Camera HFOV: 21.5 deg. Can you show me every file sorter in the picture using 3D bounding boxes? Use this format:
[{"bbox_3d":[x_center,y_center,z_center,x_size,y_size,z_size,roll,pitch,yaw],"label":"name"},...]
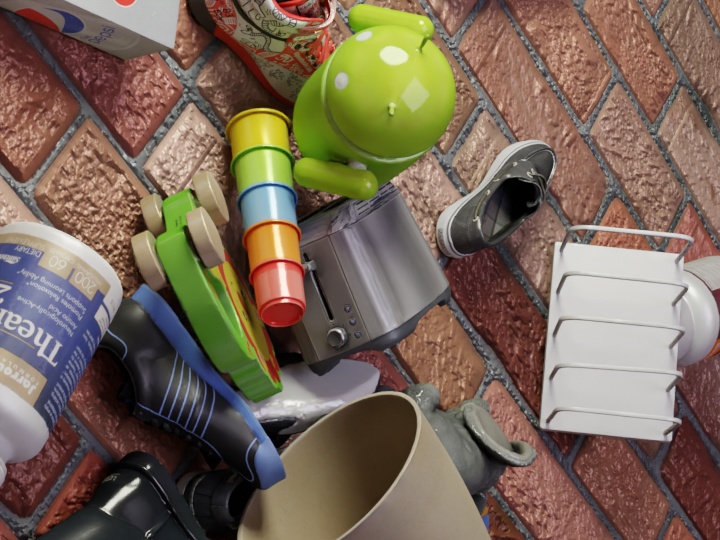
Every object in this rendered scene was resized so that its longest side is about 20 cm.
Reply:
[{"bbox_3d":[0.265,0.065,1.943,0.125,0.138,0.201,89,6,-79],"label":"file sorter"}]

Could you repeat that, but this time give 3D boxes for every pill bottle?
[{"bbox_3d":[-0.267,0.072,1.414,0.111,0.111,0.200,47,54,-34],"label":"pill bottle"},{"bbox_3d":[0.370,0.046,2.113,0.200,0.109,0.110,-14,97,-47],"label":"pill bottle"}]

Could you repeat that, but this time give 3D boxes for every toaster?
[{"bbox_3d":[0.000,0.000,1.692,0.130,0.113,0.200,65,28,-5],"label":"toaster"}]

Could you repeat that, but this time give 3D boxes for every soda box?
[{"bbox_3d":[-0.236,-0.233,1.510,0.200,0.063,0.069,20,71,-45],"label":"soda box"}]

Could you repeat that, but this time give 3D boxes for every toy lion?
[{"bbox_3d":[-0.115,0.027,1.555,0.200,0.068,0.192,-99,165,-74],"label":"toy lion"}]

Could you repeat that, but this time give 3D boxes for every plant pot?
[{"bbox_3d":[0.032,0.236,1.560,0.200,0.187,0.188,50,53,-22],"label":"plant pot"}]

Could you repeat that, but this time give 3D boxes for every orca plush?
[{"bbox_3d":[-0.067,0.136,1.660,0.200,0.105,0.071,-29,139,-48],"label":"orca plush"}]

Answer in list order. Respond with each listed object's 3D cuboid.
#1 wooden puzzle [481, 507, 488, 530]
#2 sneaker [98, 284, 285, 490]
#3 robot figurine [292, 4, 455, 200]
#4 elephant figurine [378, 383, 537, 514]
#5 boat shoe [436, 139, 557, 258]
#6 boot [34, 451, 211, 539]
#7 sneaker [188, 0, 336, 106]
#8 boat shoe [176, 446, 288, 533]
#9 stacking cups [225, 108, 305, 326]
[{"bbox_3d":[0.075,0.293,1.816,0.185,0.046,0.201,-27,106,-45],"label":"wooden puzzle"},{"bbox_3d":[-0.146,0.110,1.549,0.078,0.070,0.200,-39,92,-14],"label":"sneaker"},{"bbox_3d":[0.011,-0.138,1.618,0.115,0.200,0.176,25,72,-11],"label":"robot figurine"},{"bbox_3d":[0.094,0.174,1.774,0.200,0.141,0.156,13,69,-41],"label":"elephant figurine"},{"bbox_3d":[0.154,-0.076,1.920,0.200,0.066,0.070,-36,112,-43],"label":"boat shoe"},{"bbox_3d":[-0.183,0.267,1.511,0.168,0.076,0.201,-45,112,-44],"label":"boot"},{"bbox_3d":[-0.051,-0.206,1.678,0.201,0.108,0.067,37,61,-39],"label":"sneaker"},{"bbox_3d":[-0.071,0.194,1.653,0.200,0.062,0.073,-2,88,-47],"label":"boat shoe"},{"bbox_3d":[-0.077,-0.042,1.615,0.060,0.060,0.201,27,43,-43],"label":"stacking cups"}]
